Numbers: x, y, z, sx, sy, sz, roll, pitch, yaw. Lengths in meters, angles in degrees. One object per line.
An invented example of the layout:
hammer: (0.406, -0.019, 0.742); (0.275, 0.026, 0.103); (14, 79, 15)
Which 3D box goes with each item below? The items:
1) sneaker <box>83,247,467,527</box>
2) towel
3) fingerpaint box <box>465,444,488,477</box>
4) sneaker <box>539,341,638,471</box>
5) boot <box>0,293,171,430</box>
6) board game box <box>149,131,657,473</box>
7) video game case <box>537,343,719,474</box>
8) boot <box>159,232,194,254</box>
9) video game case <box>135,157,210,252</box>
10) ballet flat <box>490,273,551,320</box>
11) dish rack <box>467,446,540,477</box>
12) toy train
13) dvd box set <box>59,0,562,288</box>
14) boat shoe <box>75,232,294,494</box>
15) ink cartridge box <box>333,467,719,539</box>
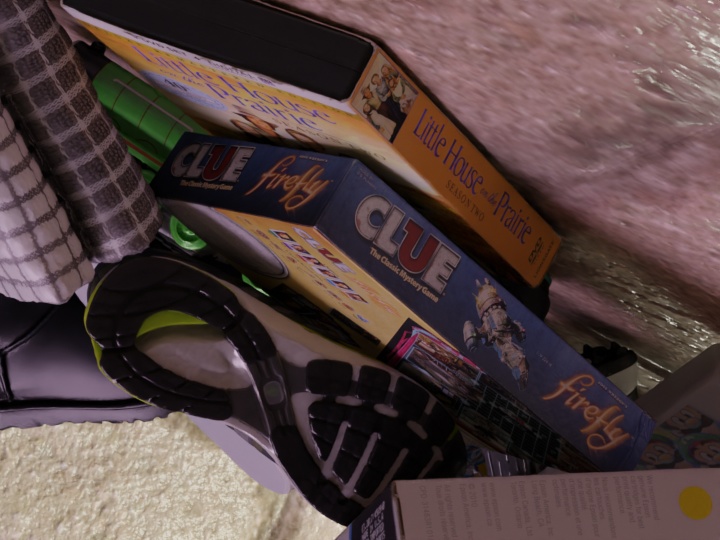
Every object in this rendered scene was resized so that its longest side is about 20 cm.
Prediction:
sneaker: (-0.036, 0.044, 1.151); (0.200, 0.074, 0.081); (36, -172, -23)
towel: (-0.179, -0.078, 1.127); (0.200, 0.086, 0.166); (14, 137, 57)
fingerpaint box: (0.081, 0.169, 1.422); (0.167, 0.200, 0.073); (18, 151, 43)
sneaker: (0.096, 0.084, 1.385); (0.200, 0.066, 0.091); (2, 111, 70)
boot: (-0.161, 0.002, 1.391); (0.200, 0.077, 0.168); (-9, 132, 11)
board game box: (0.018, 0.017, 1.122); (0.200, 0.035, 0.135); (41, 164, -32)
video game case: (0.178, 0.129, 1.273); (0.182, 0.024, 0.200); (30, 136, -19)
boot: (-0.049, 0.054, 1.516); (0.200, 0.131, 0.068); (26, -159, 9)
video game case: (-0.147, -0.063, 1.391); (0.182, 0.023, 0.200); (29, -176, -12)
ballet flat: (0.000, 0.000, 1.278); (0.200, 0.073, 0.073); (23, 171, 35)
dish rack: (0.028, 0.073, 1.373); (0.200, 0.054, 0.154); (42, 154, 47)
toy train: (-0.074, -0.041, 1.235); (0.200, 0.056, 0.042); (34, -165, 10)
dvd box set: (-0.016, -0.059, 1.079); (0.146, 0.029, 0.200); (21, 170, 30)
boat shoe: (-0.076, 0.021, 1.291); (0.200, 0.068, 0.072); (50, 157, -25)
ink cartridge box: (0.085, 0.130, 1.158); (0.200, 0.047, 0.198); (-2, 160, -16)
